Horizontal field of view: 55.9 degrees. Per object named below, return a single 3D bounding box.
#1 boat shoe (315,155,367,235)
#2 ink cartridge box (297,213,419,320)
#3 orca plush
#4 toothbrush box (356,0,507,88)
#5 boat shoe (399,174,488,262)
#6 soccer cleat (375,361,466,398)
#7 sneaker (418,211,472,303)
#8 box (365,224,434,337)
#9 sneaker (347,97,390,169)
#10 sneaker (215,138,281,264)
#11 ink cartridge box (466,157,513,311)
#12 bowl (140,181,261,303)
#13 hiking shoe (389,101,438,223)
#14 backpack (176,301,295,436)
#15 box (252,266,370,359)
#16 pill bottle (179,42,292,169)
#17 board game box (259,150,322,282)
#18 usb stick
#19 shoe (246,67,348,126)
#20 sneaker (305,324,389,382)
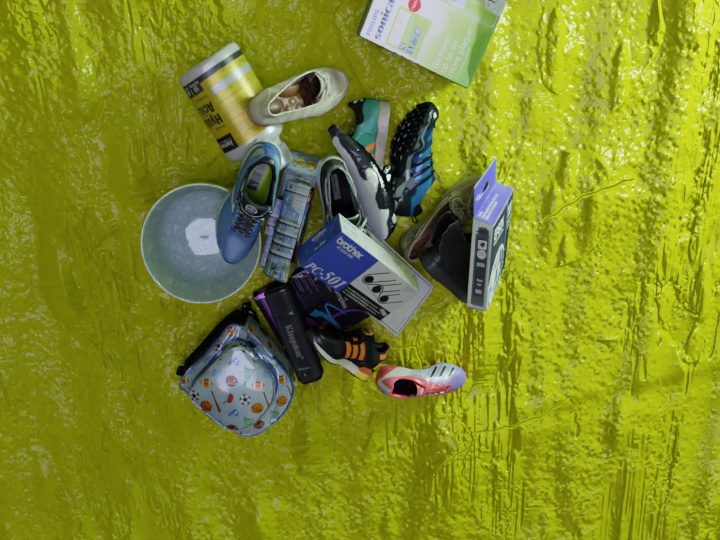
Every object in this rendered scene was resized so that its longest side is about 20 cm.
[{"bbox_3d":[-0.022,-0.080,1.086,0.072,0.068,0.204,-13,117,-11],"label":"boat shoe"},{"bbox_3d":[0.000,0.000,1.090,0.093,0.045,0.199,-36,131,22],"label":"ink cartridge box"},{"bbox_3d":[0.014,-0.155,1.112,0.071,0.105,0.202,-36,93,-30],"label":"orca plush"},{"bbox_3d":[0.110,-0.402,1.078,0.196,0.086,0.148,23,106,-11],"label":"toothbrush box"},{"bbox_3d":[0.155,-0.086,1.206,0.200,0.063,0.073,-44,107,10],"label":"boat shoe"},{"bbox_3d":[0.121,0.216,1.291,0.195,0.077,0.069,6,110,-22],"label":"soccer cleat"},{"bbox_3d":[0.176,-0.019,1.198,0.104,0.061,0.198,-43,134,14],"label":"sneaker"},{"bbox_3d":[0.023,0.009,1.202,0.199,0.060,0.118,39,87,-22],"label":"box"},{"bbox_3d":[0.000,-0.189,1.157,0.077,0.072,0.206,7,104,-3],"label":"sneaker"},{"bbox_3d":[-0.177,-0.099,1.051,0.077,0.090,0.204,16,112,-15],"label":"sneaker"},{"bbox_3d":[0.221,-0.067,1.143,0.042,0.198,0.206,7,115,19],"label":"ink cartridge box"},{"bbox_3d":[-0.267,-0.057,1.153,0.194,0.108,0.206,-3,107,-9],"label":"bowl"},{"bbox_3d":[0.096,-0.188,1.171,0.085,0.075,0.204,10,112,-31],"label":"hiking shoe"},{"bbox_3d":[-0.211,0.197,1.229,0.200,0.155,0.190,-43,112,13],"label":"backpack"},{"bbox_3d":[-0.080,0.058,1.253,0.196,0.036,0.145,-29,110,4],"label":"box"},{"bbox_3d":[-0.193,-0.248,1.093,0.110,0.112,0.203,-30,109,6],"label":"pill bottle"},{"bbox_3d":[-0.117,-0.097,1.130,0.060,0.200,0.206,15,95,-3],"label":"board game box"},{"bbox_3d":[-0.120,0.115,1.234,0.054,0.033,0.205,-17,111,3],"label":"usb stick"},{"bbox_3d":[-0.086,-0.275,1.073,0.198,0.053,0.072,-31,106,-33],"label":"shoe"},{"bbox_3d":[-0.020,0.129,1.242,0.090,0.070,0.199,-46,136,5],"label":"sneaker"}]
